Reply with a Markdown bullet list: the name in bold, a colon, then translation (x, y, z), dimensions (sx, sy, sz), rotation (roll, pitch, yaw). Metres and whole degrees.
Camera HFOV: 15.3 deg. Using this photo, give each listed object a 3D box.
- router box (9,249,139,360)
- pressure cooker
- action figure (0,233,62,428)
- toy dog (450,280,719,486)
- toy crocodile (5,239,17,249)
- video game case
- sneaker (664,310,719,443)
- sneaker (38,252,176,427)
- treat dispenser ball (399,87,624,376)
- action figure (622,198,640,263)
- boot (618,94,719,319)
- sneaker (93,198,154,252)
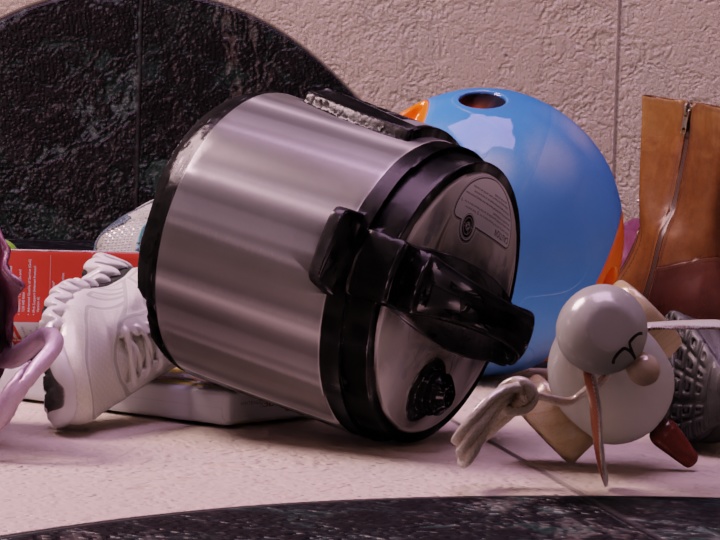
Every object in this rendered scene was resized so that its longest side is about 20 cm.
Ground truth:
- **router box**: translation (-0.169, 0.027, 1.792), dimensions (0.179, 0.049, 0.200), rotation (2, -9, -4)
- **pressure cooker**: translation (-0.001, 0.003, 1.499), dimensions (0.199, 0.179, 0.176), rotation (19, 38, 29)
- **action figure**: translation (-0.215, 0.030, 1.478), dimensions (0.149, 0.134, 0.200), rotation (37, -20, 10)
- **toy dog**: translation (0.135, 0.063, 1.357), dimensions (0.096, 0.132, 0.200), rotation (41, 17, 8)
- **toy crocodile**: translation (-0.391, 0.002, 2.318), dimensions (0.199, 0.062, 0.068), rotation (2, 3, 11)
- **video game case**: translation (-0.092, 0.070, 1.661), dimensions (0.199, 0.023, 0.182), rotation (5, 5, 40)
- **sneaker**: translation (0.210, 0.063, 1.561), dimensions (0.090, 0.076, 0.200), rotation (8, 5, -3)
- **sneaker**: translation (-0.136, 0.037, 1.559), dimensions (0.081, 0.075, 0.200), rotation (2, 18, 9)
- **treat dispenser ball**: translation (0.084, -0.026, 1.868), dimensions (0.200, 0.202, 0.201), rotation (2, 3, 0)
- **action figure**: translation (0.236, 0.027, 2.227), dimensions (0.149, 0.134, 0.200), rotation (46, 1, -22)
- **boot**: translation (0.207, -0.031, 2.009), dimensions (0.068, 0.201, 0.188), rotation (-1, 4, -32)
- **sneaker**: translation (-0.115, -0.025, 1.856), dimensions (0.199, 0.078, 0.086), rotation (-5, -8, 35)
